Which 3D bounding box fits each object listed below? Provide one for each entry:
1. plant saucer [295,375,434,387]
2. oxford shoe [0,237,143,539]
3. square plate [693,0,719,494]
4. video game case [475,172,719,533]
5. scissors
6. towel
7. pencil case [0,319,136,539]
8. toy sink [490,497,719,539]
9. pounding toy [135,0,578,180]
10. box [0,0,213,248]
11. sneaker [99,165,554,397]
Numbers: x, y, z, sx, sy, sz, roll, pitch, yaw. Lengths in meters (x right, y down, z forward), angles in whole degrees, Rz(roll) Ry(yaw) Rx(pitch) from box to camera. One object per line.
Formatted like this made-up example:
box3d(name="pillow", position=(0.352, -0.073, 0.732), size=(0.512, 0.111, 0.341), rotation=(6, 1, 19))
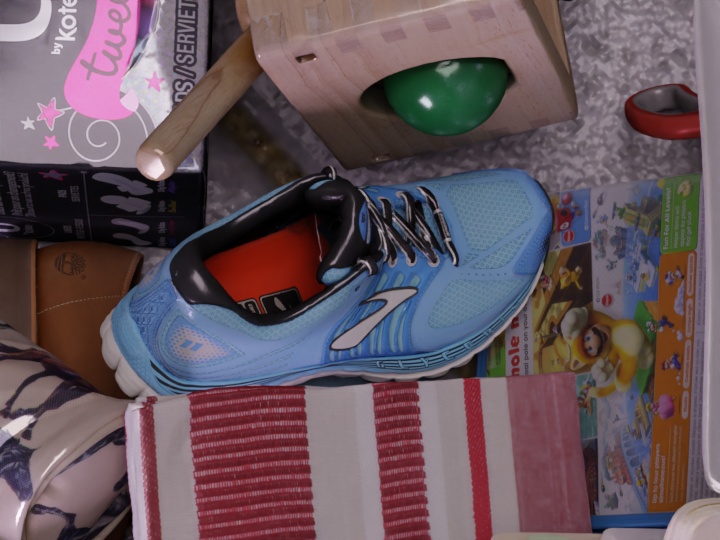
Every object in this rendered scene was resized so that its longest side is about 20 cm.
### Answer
box3d(name="plant saucer", position=(-0.010, 0.062, 1.121), size=(0.070, 0.019, 0.200), rotation=(21, 54, -12))
box3d(name="oxford shoe", position=(-0.107, 0.081, 1.130), size=(0.071, 0.071, 0.200), rotation=(-2, 76, -6))
box3d(name="square plate", position=(0.217, -0.007, 0.991), size=(0.198, 0.028, 0.200), rotation=(2, 66, -1))
box3d(name="video game case", position=(0.130, 0.032, 1.109), size=(0.200, 0.018, 0.143), rotation=(-7, 73, 39))
box3d(name="scissors", position=(0.163, -0.055, 1.113), size=(0.073, 0.200, 0.014), rotation=(-14, 107, -9))
box3d(name="towel", position=(0.004, 0.114, 1.057), size=(0.200, 0.023, 0.144), rotation=(-1, 83, -32))
box3d(name="pencil case", position=(-0.167, 0.039, 1.072), size=(0.200, 0.089, 0.078), rotation=(32, 116, 22))
box3d(name="toy sink", position=(0.116, 0.159, 1.025), size=(0.130, 0.112, 0.200), rotation=(3, 107, -32))
box3d(name="pounding toy", position=(-0.006, -0.120, 1.072), size=(0.142, 0.184, 0.200), rotation=(-12, 74, 10))
box3d(name="box", position=(-0.117, -0.121, 1.142), size=(0.115, 0.132, 0.200), rotation=(1, 77, -3))
box3d(name="sneaker", position=(0.000, 0.000, 1.095), size=(0.200, 0.090, 0.078), rotation=(-20, 68, -31))
